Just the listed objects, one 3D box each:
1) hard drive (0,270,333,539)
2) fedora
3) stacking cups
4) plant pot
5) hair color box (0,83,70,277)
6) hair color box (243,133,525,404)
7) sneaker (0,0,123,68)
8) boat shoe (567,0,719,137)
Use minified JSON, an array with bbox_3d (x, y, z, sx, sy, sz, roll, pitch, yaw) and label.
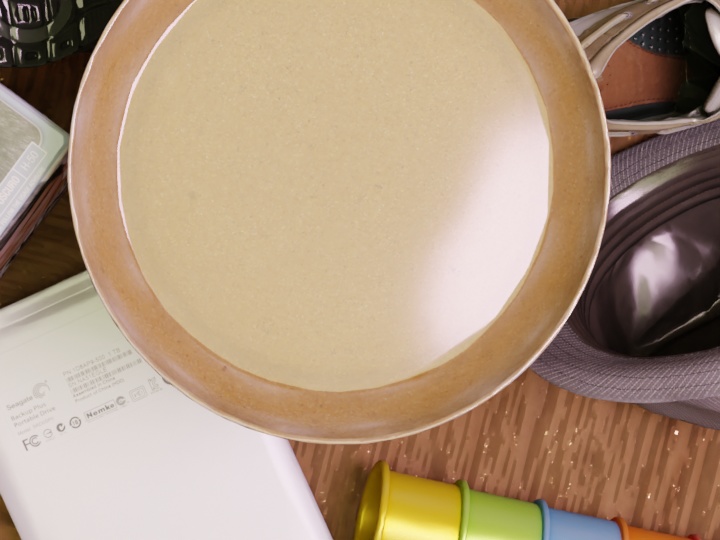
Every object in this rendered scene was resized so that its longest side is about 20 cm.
[{"bbox_3d":[-0.099,0.096,0.927,0.132,0.027,0.201,-24,93,-5],"label":"hard drive"},{"bbox_3d":[0.172,0.013,0.904,0.199,0.177,0.090,-21,128,15],"label":"fedora"},{"bbox_3d":[0.097,0.139,0.936,0.199,0.061,0.061,13,90,-10],"label":"stacking cups"},{"bbox_3d":[-0.008,-0.037,0.731,0.199,0.027,0.201,0,90,-5],"label":"plant pot"},{"bbox_3d":[-0.168,-0.029,0.830,0.061,0.200,0.099,36,88,-5],"label":"hair color box"},{"bbox_3d":[0.000,0.000,0.846,0.101,0.200,0.061,43,86,-4],"label":"hair color box"},{"bbox_3d":[-0.129,-0.120,0.857,0.199,0.091,0.076,0,89,-27],"label":"sneaker"},{"bbox_3d":[0.154,-0.097,0.903,0.199,0.068,0.075,-21,112,-21],"label":"boat shoe"}]
